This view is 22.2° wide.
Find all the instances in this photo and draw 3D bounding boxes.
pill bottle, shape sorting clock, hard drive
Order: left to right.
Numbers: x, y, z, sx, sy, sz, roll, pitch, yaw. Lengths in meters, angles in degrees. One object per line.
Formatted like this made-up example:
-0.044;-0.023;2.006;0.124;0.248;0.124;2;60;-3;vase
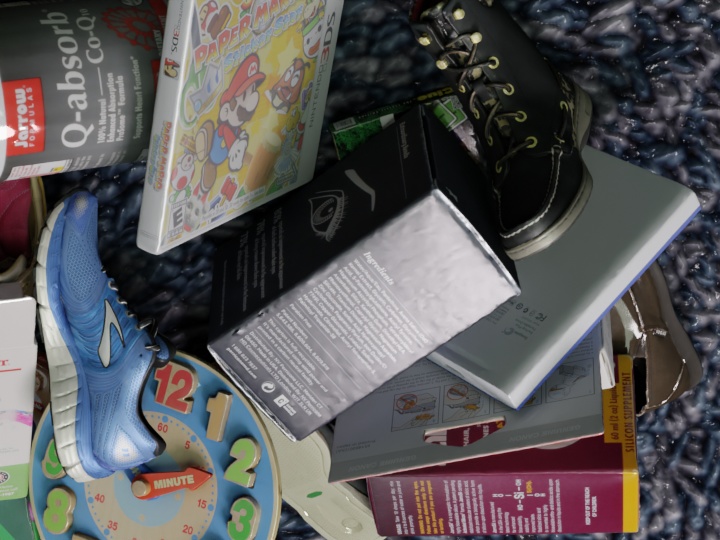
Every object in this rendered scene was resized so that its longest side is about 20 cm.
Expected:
-0.215;-0.119;1.210;0.200;0.116;0.116;-11;119;-25;pill bottle
-0.149;0.153;1.304;0.200;0.039;0.200;-1;88;21;shape sorting clock
0.130;-0.002;1.314;0.200;0.132;0.025;-46;132;-14;hard drive

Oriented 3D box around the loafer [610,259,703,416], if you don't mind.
0.198;0.037;1.407;0.071;0.073;0.200;-48;120;-22;loafer

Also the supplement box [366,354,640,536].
0.108;0.133;1.390;0.200;0.110;0.086;-2;140;7;supplement box

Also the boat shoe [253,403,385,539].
-0.040;0.135;1.406;0.072;0.068;0.200;-16;136;24;boat shoe

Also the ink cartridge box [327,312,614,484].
0.081;0.084;1.317;0.200;0.176;0.045;-12;130;15;ink cartridge box

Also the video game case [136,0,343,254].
-0.075;-0.121;1.235;0.023;0.200;0.182;22;117;23;video game case

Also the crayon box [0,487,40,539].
-0.346;0.213;1.408;0.200;0.058;0.119;-9;117;-7;crayon box

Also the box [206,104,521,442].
0.000;0.000;1.297;0.200;0.148;0.104;-34;114;16;box

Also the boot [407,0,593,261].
0.090;-0.112;1.261;0.073;0.204;0.154;-30;116;29;boot

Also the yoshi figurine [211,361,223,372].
-0.129;0.170;1.424;0.112;0.112;0.200;8;106;32;yoshi figurine

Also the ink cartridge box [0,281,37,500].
-0.289;0.075;1.281;0.117;0.067;0.200;-4;133;-19;ink cartridge box

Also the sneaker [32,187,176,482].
-0.173;0.041;1.268;0.089;0.079;0.200;-8;92;0;sneaker

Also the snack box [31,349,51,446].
-0.176;0.135;1.356;0.200;0.024;0.072;27;112;19;snack box

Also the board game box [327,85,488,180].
0.051;-0.035;1.384;0.105;0.023;0.200;-17;118;0;board game box

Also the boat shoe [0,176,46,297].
-0.261;-0.010;1.307;0.074;0.069;0.200;2;116;-12;boat shoe
